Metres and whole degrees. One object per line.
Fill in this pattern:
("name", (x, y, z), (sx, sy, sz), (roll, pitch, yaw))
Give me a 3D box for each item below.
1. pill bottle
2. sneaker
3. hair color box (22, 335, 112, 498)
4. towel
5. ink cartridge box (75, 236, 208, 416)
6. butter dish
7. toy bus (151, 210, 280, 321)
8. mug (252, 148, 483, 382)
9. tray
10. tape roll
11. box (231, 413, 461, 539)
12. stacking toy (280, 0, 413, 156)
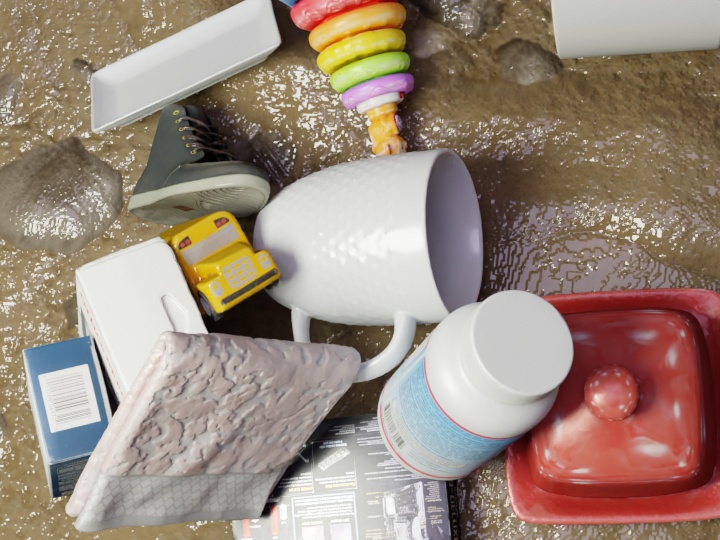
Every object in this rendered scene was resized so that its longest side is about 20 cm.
("pill bottle", (0.091, 0.091, 1.068), (0.108, 0.200, 0.109), (7, 65, -15))
("sneaker", (-0.145, -0.106, 1.224), (0.200, 0.075, 0.107), (-4, 72, 51))
("hair color box", (-0.254, 0.132, 1.179), (0.060, 0.200, 0.100), (-12, 76, -16))
("towel", (-0.114, 0.131, 1.074), (0.032, 0.200, 0.191), (49, 117, 36))
("ink cartridge box", (-0.183, 0.081, 1.166), (0.085, 0.200, 0.146), (-21, 73, -20))
("butter dish", (0.210, 0.106, 1.106), (0.199, 0.148, 0.200), (-3, 78, 13))
("toy bus", (-0.137, -0.004, 1.179), (0.065, 0.200, 0.078), (-30, 98, -19))
("mug", (0.000, 0.000, 1.169), (0.175, 0.148, 0.201), (-5, 67, 24))
("tray", (-0.168, -0.196, 1.296), (0.199, 0.022, 0.108), (-24, 41, 8))
("tape roll", (0.234, -0.285, 1.146), (0.139, 0.203, 0.204), (-3, 79, 13))
("box", (-0.014, 0.209, 1.189), (0.199, 0.050, 0.158), (-8, 78, 12))
("stacking toy", (0.007, -0.186, 1.241), (0.109, 0.116, 0.201), (-18, 87, 12))
